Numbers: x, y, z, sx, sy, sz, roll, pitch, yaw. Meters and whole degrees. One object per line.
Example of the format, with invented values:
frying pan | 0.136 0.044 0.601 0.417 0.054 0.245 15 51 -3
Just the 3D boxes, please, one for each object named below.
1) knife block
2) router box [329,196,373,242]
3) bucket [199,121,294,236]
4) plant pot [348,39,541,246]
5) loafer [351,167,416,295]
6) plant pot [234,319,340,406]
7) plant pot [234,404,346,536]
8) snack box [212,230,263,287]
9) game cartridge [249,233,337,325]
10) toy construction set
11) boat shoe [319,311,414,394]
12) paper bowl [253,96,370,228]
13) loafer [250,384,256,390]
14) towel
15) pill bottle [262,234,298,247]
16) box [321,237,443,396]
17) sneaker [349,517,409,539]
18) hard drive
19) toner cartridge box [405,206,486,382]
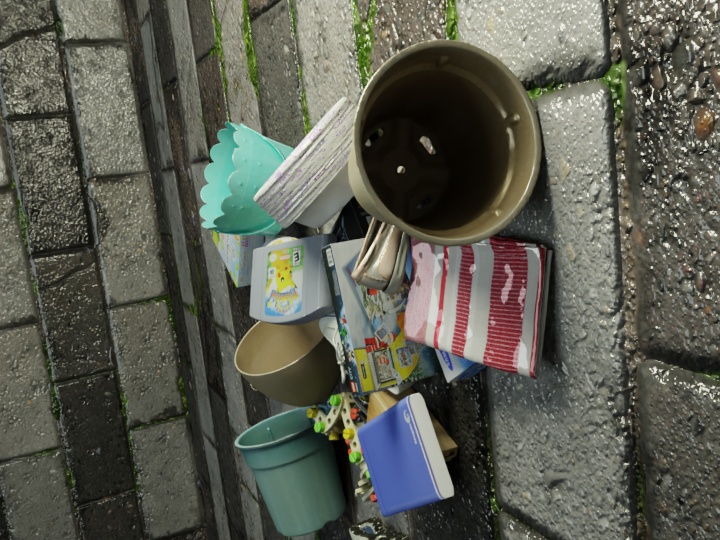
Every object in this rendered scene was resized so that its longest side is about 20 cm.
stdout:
knife block | 0.053 0.205 1.075 0.200 0.063 0.178 -34 69 64
router box | 0.000 0.000 1.121 0.159 0.052 0.200 69 154 21
bucket | -0.211 -0.164 1.357 0.207 0.133 0.210 -33 51 55
plant pot | 0.069 -0.123 0.791 0.183 0.197 0.204 173 86 -77
loafer | 0.034 -0.070 0.914 0.072 0.062 0.203 129 153 -64
plant pot | -0.110 0.167 1.301 0.200 0.199 0.136 30 151 59
plant pot | -0.124 0.395 1.409 0.200 0.198 0.199 -6 102 65
snack box | -0.295 -0.090 1.713 0.201 0.067 0.170 54 145 41
game cartridge | -0.112 0.020 1.160 0.198 0.040 0.136 -10 78 45
toy construction set | -0.011 0.293 1.217 0.131 0.091 0.202 -44 65 33
boat shoe | -0.005 0.130 1.070 0.201 0.086 0.075 28 142 34
paper bowl | -0.055 -0.144 1.042 0.104 0.201 0.200 42 157 -10
loafer | -0.242 0.250 1.733 0.200 0.067 0.077 -22 80 65
towel | 0.125 0.031 0.818 0.199 0.023 0.147 13 103 49
pill bottle | -0.129 0.004 1.324 0.200 0.110 0.113 -128 35 -61
box | 0.034 0.054 0.969 0.038 0.135 0.203 -19 82 63
sneaker | 0.044 0.492 1.215 0.200 0.078 0.090 177 75 -74
hard drive | 0.055 0.260 0.987 0.200 0.025 0.134 -51 54 59
toner cartridge box | 0.110 0.029 0.903 0.202 0.043 0.095 70 154 20
